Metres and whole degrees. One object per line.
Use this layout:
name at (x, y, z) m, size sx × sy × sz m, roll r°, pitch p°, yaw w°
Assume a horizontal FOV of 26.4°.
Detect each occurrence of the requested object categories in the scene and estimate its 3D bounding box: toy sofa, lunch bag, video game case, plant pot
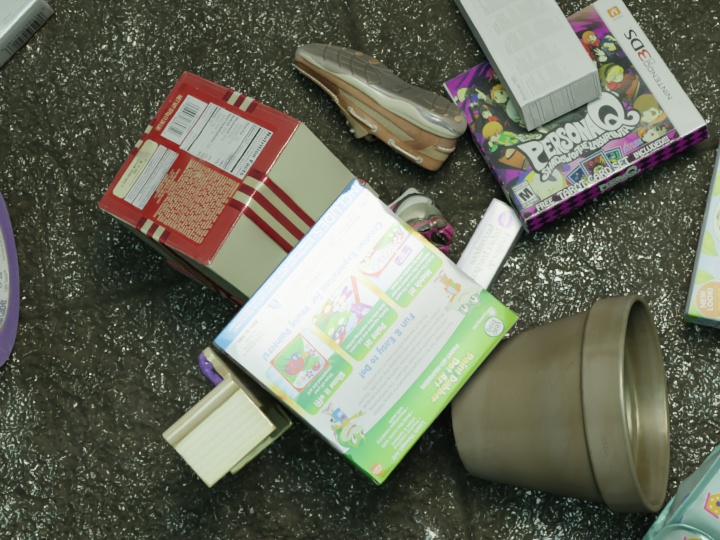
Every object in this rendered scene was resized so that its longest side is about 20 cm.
toy sofa at (-0.130, 0.136, 1.437) m, size 0.083 × 0.200 × 0.098 m, roll -41°, pitch 86°, yaw -1°
lunch bag at (0.360, 0.253, 1.409) m, size 0.170 × 0.122 × 0.200 m, roll 38°, pitch 95°, yaw 8°
video game case at (0.209, -0.157, 1.507) m, size 0.200 × 0.036 × 0.181 m, roll -28°, pitch 63°, yaw 1°
plant pot at (0.183, 0.130, 1.423) m, size 0.173 × 0.200 × 0.200 m, roll -7°, pitch 80°, yaw 21°

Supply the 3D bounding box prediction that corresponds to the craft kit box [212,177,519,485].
craft kit box at (0.005, 0.055, 1.383) m, size 0.197 × 0.049 × 0.200 m, roll 41°, pitch 80°, yaw 5°

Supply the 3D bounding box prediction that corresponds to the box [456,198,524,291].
box at (0.100, 0.026, 1.510) m, size 0.039 × 0.041 × 0.200 m, roll 29°, pitch 86°, yaw 9°

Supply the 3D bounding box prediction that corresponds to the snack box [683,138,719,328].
snack box at (0.396, -0.037, 1.455) m, size 0.142 × 0.053 × 0.200 m, roll 11°, pitch 83°, yaw 9°

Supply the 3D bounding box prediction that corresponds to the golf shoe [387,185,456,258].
golf shoe at (0.000, 0.000, 1.518) m, size 0.200 × 0.073 × 0.092 m, roll -38°, pitch 45°, yaw 6°

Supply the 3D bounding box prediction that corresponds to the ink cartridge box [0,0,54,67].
ink cartridge box at (-0.447, -0.282, 1.618) m, size 0.162 × 0.050 × 0.200 m, roll -46°, pitch 71°, yaw -2°

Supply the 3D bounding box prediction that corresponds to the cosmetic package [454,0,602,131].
cosmetic package at (0.156, -0.237, 1.508) m, size 0.082 × 0.051 × 0.200 m, roll -25°, pitch 59°, yaw 1°

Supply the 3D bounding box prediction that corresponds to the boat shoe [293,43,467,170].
boat shoe at (0.010, -0.163, 1.531) m, size 0.200 × 0.076 × 0.072 m, roll 33°, pitch 119°, yaw 24°

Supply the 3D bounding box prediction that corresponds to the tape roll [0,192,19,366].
tape roll at (-0.401, 0.000, 1.485) m, size 0.085 × 0.200 × 0.200 m, roll -5°, pitch 81°, yaw 5°

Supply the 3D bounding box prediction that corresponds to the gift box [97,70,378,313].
gift box at (-0.115, -0.072, 1.474) m, size 0.200 × 0.187 × 0.185 m, roll 33°, pitch 84°, yaw 36°
